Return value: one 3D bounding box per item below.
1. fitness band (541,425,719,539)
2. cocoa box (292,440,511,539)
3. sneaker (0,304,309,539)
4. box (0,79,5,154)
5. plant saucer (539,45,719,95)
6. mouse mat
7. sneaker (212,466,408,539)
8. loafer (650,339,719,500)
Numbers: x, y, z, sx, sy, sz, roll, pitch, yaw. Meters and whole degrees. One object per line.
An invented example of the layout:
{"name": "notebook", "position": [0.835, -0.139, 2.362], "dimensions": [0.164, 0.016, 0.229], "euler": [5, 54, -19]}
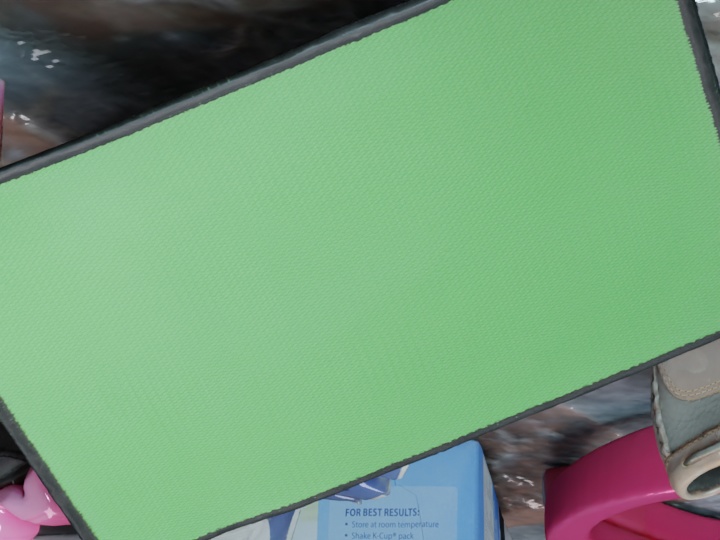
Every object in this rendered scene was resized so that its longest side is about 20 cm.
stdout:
{"name": "fitness band", "position": [0.155, 0.094, 1.084], "dimensions": [0.143, 0.038, 0.200], "euler": [-13, 157, 36]}
{"name": "cocoa box", "position": [-0.045, 0.146, 1.095], "dimensions": [0.199, 0.134, 0.131], "euler": [-1, 158, 7]}
{"name": "sneaker", "position": [-0.076, 0.027, 0.811], "dimensions": [0.079, 0.096, 0.200], "euler": [3, 149, -29]}
{"name": "box", "position": [-0.200, -0.014, 0.712], "dimensions": [0.199, 0.095, 0.102], "euler": [13, 158, -30]}
{"name": "plant saucer", "position": [0.017, -0.015, 0.771], "dimensions": [0.070, 0.019, 0.200], "euler": [10, 149, -23]}
{"name": "mouse mat", "position": [0.000, 0.000, 0.707], "dimensions": [0.199, 0.008, 0.161], "euler": [-21, 138, 4]}
{"name": "sneaker", "position": [-0.066, 0.052, 0.934], "dimensions": [0.115, 0.081, 0.199], "euler": [13, 151, -20]}
{"name": "loafer", "position": [0.171, 0.025, 0.843], "dimensions": [0.199, 0.063, 0.072], "euler": [-16, 155, 41]}
